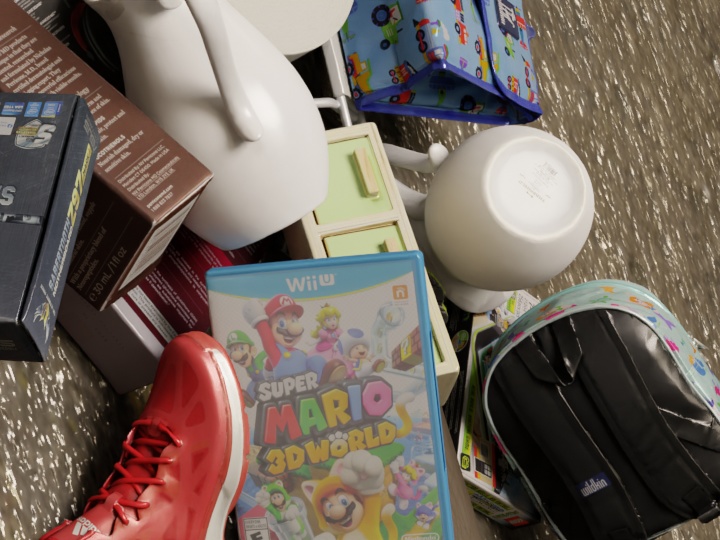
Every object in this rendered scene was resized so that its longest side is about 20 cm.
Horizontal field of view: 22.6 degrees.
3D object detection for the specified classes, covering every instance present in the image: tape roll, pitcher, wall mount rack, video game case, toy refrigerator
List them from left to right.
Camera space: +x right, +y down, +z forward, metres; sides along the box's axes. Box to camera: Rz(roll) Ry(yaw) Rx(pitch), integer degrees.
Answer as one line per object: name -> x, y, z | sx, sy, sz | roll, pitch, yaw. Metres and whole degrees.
pitcher -> -0.095, -0.116, 1.165 | 0.121, 0.172, 0.200 | -29, 102, -11
tape roll -> -0.088, -0.244, 1.308 | 0.203, 0.037, 0.203 | 17, 64, -37
wall mount rack -> -0.055, -0.172, 1.380 | 0.174, 0.075, 0.200 | 20, 55, -74
video game case -> -0.020, 0.091, 1.180 | 0.018, 0.143, 0.200 | -48, 133, -76
toy refrigerator -> 0.000, 0.000, 1.258 | 0.076, 0.070, 0.200 | -11, 65, -14
pitcher -> 0.084, -0.054, 1.401 | 0.172, 0.200, 0.121 | 37, 72, -4

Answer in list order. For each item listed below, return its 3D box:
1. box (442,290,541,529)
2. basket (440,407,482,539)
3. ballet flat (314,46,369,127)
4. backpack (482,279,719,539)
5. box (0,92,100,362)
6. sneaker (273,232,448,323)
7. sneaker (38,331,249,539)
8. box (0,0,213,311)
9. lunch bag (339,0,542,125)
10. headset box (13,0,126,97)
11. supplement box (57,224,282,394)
box -> 0.113, 0.103, 1.509 | 0.110, 0.035, 0.200 | 33, 51, -35
basket -> 0.004, 0.138, 1.304 | 0.180, 0.136, 0.200 | 14, 59, -56
ballet flat -> -0.021, -0.217, 1.493 | 0.067, 0.046, 0.200 | 4, 71, -48
backpack -> 0.198, 0.109, 1.442 | 0.200, 0.178, 0.151 | 53, 20, -11
box -> -0.263, -0.029, 1.038 | 0.051, 0.200, 0.158 | 74, 21, -57
sneaker -> -0.015, -0.022, 1.404 | 0.200, 0.074, 0.081 | 47, 3, -6
sneaker -> -0.140, 0.140, 1.150 | 0.115, 0.078, 0.200 | -1, 95, -44
box -> -0.202, -0.081, 1.143 | 0.200, 0.100, 0.075 | 41, 43, 4
lunch bag -> 0.075, -0.198, 1.438 | 0.200, 0.094, 0.151 | 6, 68, -52
headset box -> -0.210, -0.171, 1.242 | 0.200, 0.075, 0.149 | 56, 42, -14
supplement box -> -0.135, -0.020, 1.270 | 0.109, 0.061, 0.200 | 53, 44, -17
